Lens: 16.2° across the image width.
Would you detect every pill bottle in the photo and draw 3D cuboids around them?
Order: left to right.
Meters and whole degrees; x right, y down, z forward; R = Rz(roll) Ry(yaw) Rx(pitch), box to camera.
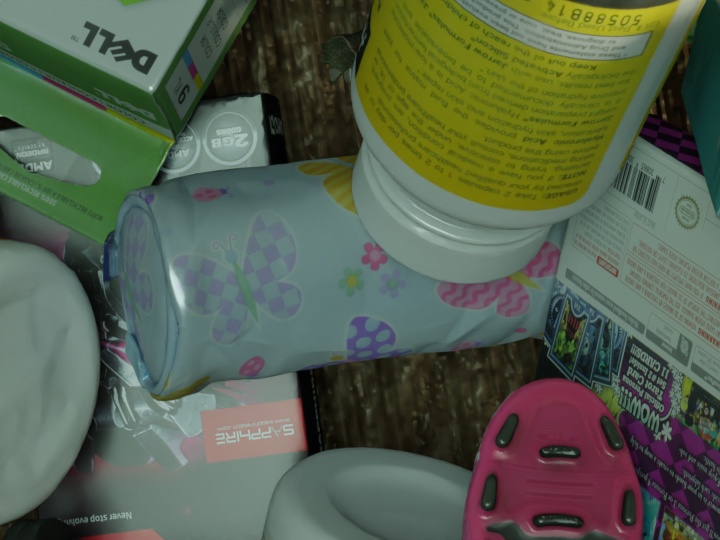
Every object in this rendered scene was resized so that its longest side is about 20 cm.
[{"bbox_3d":[-0.216,0.032,1.047,0.199,0.116,0.117,10,93,31],"label":"pill bottle"},{"bbox_3d":[0.000,0.184,1.029,0.111,0.112,0.201,15,112,7],"label":"pill bottle"},{"bbox_3d":[0.058,-0.085,0.915,0.110,0.201,0.112,8,51,-10],"label":"pill bottle"}]

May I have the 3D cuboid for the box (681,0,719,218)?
[{"bbox_3d":[0.167,-0.058,0.932,0.082,0.200,0.050,14,106,0],"label":"box"}]

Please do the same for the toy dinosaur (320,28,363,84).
[{"bbox_3d":[0.029,-0.127,1.057,0.077,0.102,0.201,-38,69,34],"label":"toy dinosaur"}]

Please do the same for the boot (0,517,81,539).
[{"bbox_3d":[-0.180,0.202,1.057,0.156,0.080,0.213,-4,117,7],"label":"boot"}]

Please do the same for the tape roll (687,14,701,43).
[{"bbox_3d":[0.176,-0.189,1.049,0.199,0.048,0.202,0,91,8],"label":"tape roll"}]

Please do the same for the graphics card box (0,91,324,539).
[{"bbox_3d":[-0.084,0.030,1.087,0.124,0.051,0.202,-7,89,8],"label":"graphics card box"}]

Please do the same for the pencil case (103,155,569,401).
[{"bbox_3d":[0.000,0.000,1.023,0.198,0.083,0.091,-9,115,-18],"label":"pencil case"}]

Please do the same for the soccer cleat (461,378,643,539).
[{"bbox_3d":[0.072,0.144,0.942,0.069,0.086,0.202,-3,72,-6],"label":"soccer cleat"}]

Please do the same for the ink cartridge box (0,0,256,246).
[{"bbox_3d":[-0.102,-0.124,1.050,0.103,0.059,0.201,26,79,15],"label":"ink cartridge box"}]

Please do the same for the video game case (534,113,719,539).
[{"bbox_3d":[0.130,0.057,0.936,0.036,0.200,0.183,1,110,-28],"label":"video game case"}]
